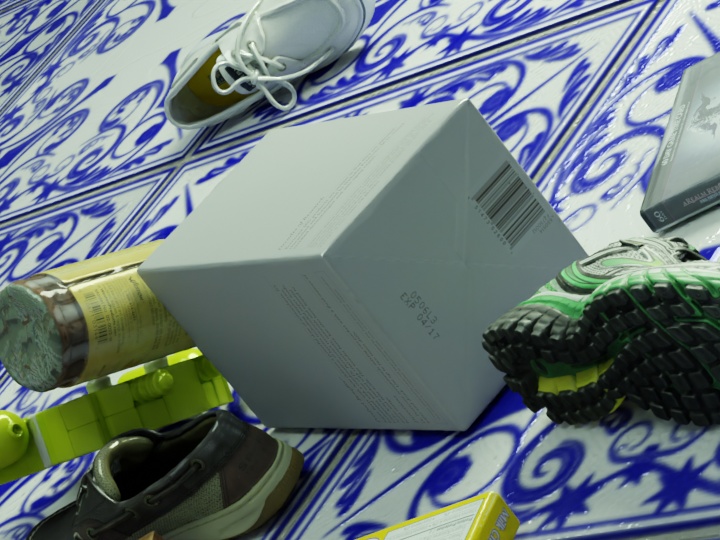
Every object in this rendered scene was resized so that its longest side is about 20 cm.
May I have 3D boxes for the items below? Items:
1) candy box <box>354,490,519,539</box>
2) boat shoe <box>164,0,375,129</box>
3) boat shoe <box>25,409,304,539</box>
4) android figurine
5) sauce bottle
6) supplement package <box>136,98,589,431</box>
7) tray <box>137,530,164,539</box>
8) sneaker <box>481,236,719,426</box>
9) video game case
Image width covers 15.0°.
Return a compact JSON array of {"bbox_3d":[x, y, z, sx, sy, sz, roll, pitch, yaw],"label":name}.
[{"bbox_3d":[-0.023,0.165,1.226,0.200,0.026,0.102,-24,27,38],"label":"candy box"},{"bbox_3d":[-0.075,-0.150,1.945,0.202,0.075,0.086,-24,24,43],"label":"boat shoe"},{"bbox_3d":[-0.115,0.115,1.444,0.200,0.065,0.073,-25,25,38],"label":"boat shoe"},{"bbox_3d":[-0.155,0.084,1.540,0.200,0.041,0.182,-23,-4,44],"label":"android figurine"},{"bbox_3d":[-0.108,0.016,1.497,0.200,0.065,0.065,-15,-1,-42],"label":"sauce bottle"},{"bbox_3d":[0.000,0.000,1.406,0.120,0.121,0.200,-48,22,-24],"label":"supplement package"},{"bbox_3d":[-0.180,0.214,1.390,0.200,0.037,0.099,-31,21,21],"label":"tray"},{"bbox_3d":[0.133,0.014,1.202,0.085,0.078,0.200,-47,20,-23],"label":"sneaker"},{"bbox_3d":[0.235,-0.101,1.361,0.200,0.019,0.143,-26,23,31],"label":"video game case"}]
